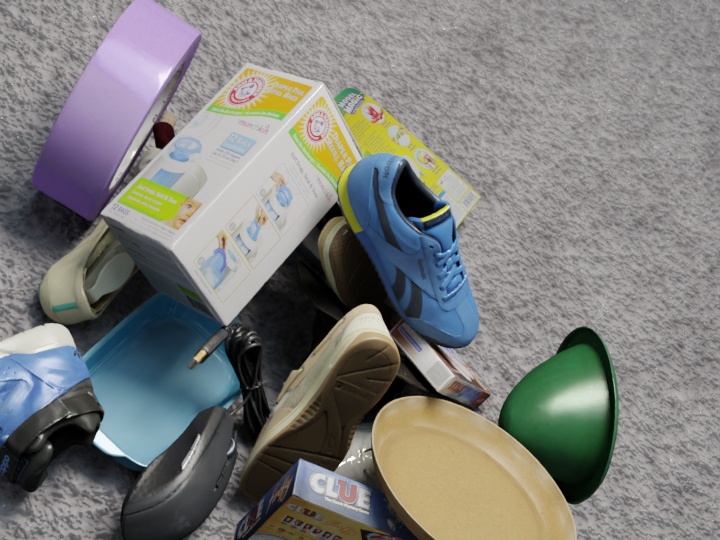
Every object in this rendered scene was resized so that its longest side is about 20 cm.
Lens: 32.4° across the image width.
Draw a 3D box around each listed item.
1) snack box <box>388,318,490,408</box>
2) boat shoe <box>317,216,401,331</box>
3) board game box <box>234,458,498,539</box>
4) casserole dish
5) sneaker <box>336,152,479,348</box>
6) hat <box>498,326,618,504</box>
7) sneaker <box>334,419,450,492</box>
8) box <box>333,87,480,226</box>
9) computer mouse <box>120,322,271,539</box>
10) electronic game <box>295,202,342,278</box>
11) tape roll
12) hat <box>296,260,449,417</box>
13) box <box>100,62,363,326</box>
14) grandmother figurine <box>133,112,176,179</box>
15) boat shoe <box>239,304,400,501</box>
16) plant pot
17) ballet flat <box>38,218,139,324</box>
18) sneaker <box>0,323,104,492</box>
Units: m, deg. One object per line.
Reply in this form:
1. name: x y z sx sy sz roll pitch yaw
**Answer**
1. snack box: 0.079 0.092 1.182 0.072 0.024 0.200 48 4 18
2. boat shoe: 0.000 0.000 1.146 0.072 0.200 0.076 -47 57 -6
3. board game box: 0.007 0.235 1.040 0.198 0.136 0.035 25 49 -15
4. casserole dish: -0.177 0.098 1.093 0.121 0.039 0.200 42 46 2
5. sneaker: 0.057 -0.012 1.054 0.066 0.078 0.201 -50 118 -35
6. hat: 0.138 0.139 1.193 0.173 0.167 0.202 8 37 -14
7. sneaker: 0.033 0.162 1.131 0.198 0.099 0.079 -18 82 -39
8. box: 0.028 -0.108 1.373 0.200 0.048 0.117 43 46 -1
9. computer mouse: -0.128 0.137 1.027 0.045 0.142 0.200 15 38 28
10. electronic game: -0.050 -0.064 1.246 0.200 0.041 0.201 46 20 -22
11. tape roll: -0.222 -0.147 1.133 0.065 0.200 0.202 31 46 -8
12. hat: -0.009 0.084 1.164 0.200 0.081 0.201 39 6 -5
13. box: -0.107 -0.071 1.076 0.112 0.102 0.200 23 64 43
14. grandmother figurine: -0.158 -0.100 1.187 0.122 0.061 0.200 48 22 4
15. boat shoe: -0.038 0.116 1.057 0.071 0.201 0.065 24 25 -26
16. plant pot: 0.090 0.185 1.030 0.198 0.028 0.201 25 29 -14
17. ballet flat: -0.215 -0.023 1.136 0.069 0.070 0.201 36 49 -3
18. sneaker: -0.295 0.126 0.958 0.198 0.077 0.112 -21 68 -33
